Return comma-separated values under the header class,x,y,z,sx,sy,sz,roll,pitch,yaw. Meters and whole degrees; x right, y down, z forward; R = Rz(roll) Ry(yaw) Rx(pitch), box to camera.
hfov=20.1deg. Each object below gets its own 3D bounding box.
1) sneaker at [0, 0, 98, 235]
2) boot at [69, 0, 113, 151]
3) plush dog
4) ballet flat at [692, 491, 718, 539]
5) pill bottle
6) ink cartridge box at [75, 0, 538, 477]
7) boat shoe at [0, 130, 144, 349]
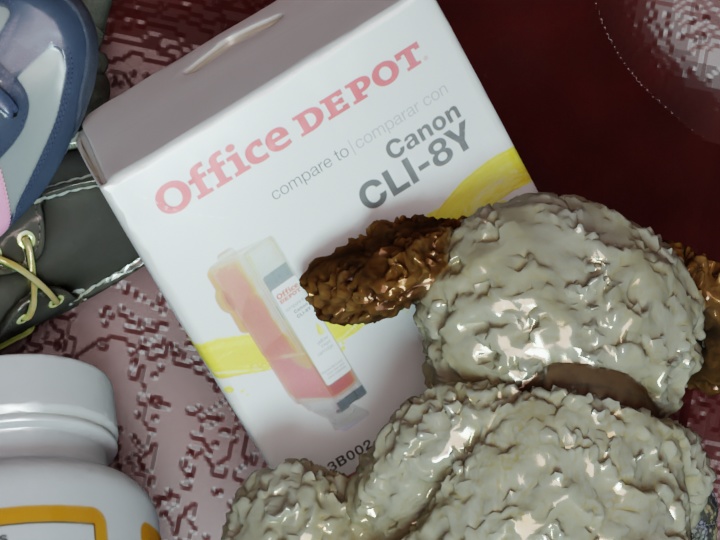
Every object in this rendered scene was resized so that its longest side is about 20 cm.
class,x,y,z,sx,sy,sz,roll,pitch,yaw
sneaker,-0.169,-0.026,0.749,0.070,0.082,0.200,36,90,2
boot,-0.194,-0.107,0.843,0.199,0.068,0.132,7,91,-1
plush dog,0.064,0.055,0.718,0.199,0.160,0.173,10,72,-19
ballet flat,0.063,0.133,0.822,0.200,0.072,0.072,-26,87,-16
pill bottle,-0.129,0.140,0.784,0.110,0.111,0.201,-6,65,-3
ink cartridge box,0.000,0.000,0.797,0.145,0.083,0.201,-32,112,-4
boat shoe,-0.154,0.003,0.824,0.200,0.061,0.072,-20,124,0
